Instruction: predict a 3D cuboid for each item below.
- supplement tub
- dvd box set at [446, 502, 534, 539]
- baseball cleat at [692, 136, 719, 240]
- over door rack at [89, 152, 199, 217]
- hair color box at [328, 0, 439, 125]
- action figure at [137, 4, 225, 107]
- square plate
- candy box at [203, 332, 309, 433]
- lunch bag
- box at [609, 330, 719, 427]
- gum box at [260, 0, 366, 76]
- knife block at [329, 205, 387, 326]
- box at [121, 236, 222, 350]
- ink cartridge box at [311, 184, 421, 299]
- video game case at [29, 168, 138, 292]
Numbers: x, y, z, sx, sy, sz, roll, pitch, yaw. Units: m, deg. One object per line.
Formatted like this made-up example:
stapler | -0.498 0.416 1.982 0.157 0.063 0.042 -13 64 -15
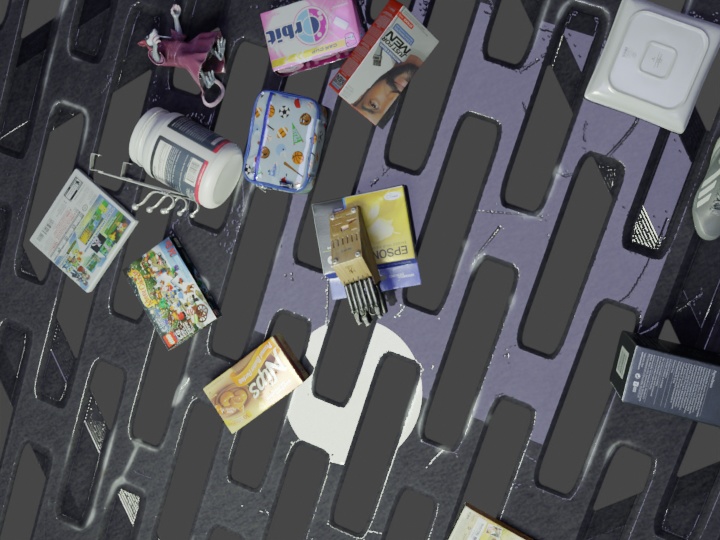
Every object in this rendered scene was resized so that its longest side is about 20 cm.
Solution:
supplement tub | -0.350 -0.230 1.460 0.198 0.140 0.142 29 100 8
dvd box set | 0.271 0.587 1.471 0.197 0.029 0.149 26 99 8
baseball cleat | 0.651 -0.152 1.290 0.068 0.106 0.204 8 99 5
over door rack | -0.446 -0.163 1.484 0.197 0.148 0.068 28 94 7
hair color box | 0.044 -0.397 1.381 0.110 0.064 0.201 30 105 -36
action figure | -0.365 -0.445 1.484 0.197 0.135 0.151 16 141 21
square plate | 0.544 -0.383 1.330 0.195 0.028 0.203 22 99 8
candy box | -0.220 0.238 1.522 0.199 0.055 0.116 -36 88 11
lunch bag | -0.158 -0.255 1.456 0.157 0.075 0.204 15 97 11
box | 0.575 0.196 1.316 0.196 0.148 0.109 13 98 10
gum box | -0.086 -0.471 1.424 0.196 0.066 0.116 -13 92 12
knife block | 0.000 0.000 1.422 0.063 0.177 0.203 -16 48 11
box | -0.405 0.049 1.549 0.135 0.038 0.202 -32 89 12
ink cartridge box | 0.012 -0.054 1.457 0.194 0.047 0.204 -10 91 11
video game case | -0.609 -0.088 1.585 0.182 0.022 0.201 39 100 5
